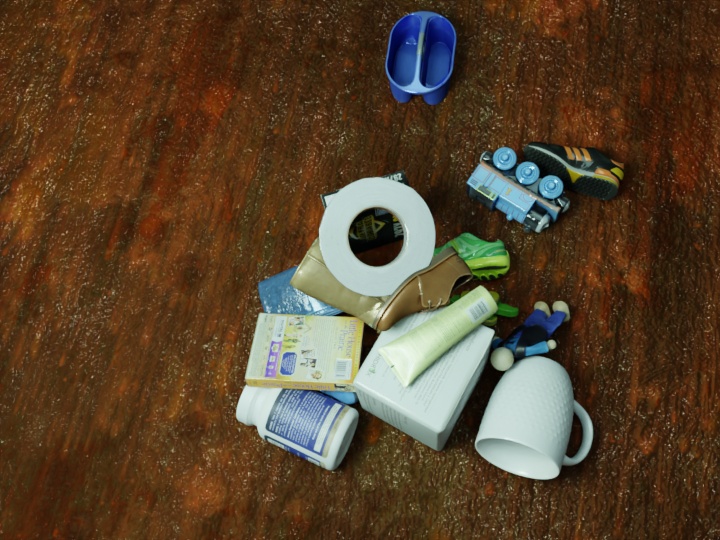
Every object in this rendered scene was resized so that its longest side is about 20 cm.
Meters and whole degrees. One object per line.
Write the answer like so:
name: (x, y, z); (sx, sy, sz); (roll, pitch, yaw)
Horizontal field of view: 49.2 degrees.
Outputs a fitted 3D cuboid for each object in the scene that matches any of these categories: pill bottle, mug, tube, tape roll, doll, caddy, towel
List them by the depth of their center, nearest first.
tube: (0.128, 0.100, 1.267); (0.199, 0.052, 0.058); (-35, 27, -8)
tape roll: (0.028, -0.057, 1.348); (0.198, 0.066, 0.202); (0, 91, -2)
mug: (0.314, 0.257, 1.358); (0.199, 0.148, 0.176); (30, 61, -8)
doll: (0.292, 0.120, 1.398); (0.200, 0.136, 0.049); (-35, 111, -41)
pill bottle: (-0.113, 0.264, 1.402); (0.199, 0.116, 0.116); (22, 73, 12)
towel: (-0.095, 0.041, 1.479); (0.198, 0.048, 0.113); (-21, 84, 17)
caddy: (0.127, -0.445, 1.645); (0.140, 0.105, 0.202); (5, 71, 8)

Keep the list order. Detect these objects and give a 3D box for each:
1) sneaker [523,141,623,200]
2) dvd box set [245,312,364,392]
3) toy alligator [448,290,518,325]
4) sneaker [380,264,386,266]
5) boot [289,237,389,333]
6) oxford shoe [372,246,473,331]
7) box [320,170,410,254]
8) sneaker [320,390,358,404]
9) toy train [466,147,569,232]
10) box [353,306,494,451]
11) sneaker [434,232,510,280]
sneaker: (0.425, -0.215, 1.560); (0.199, 0.070, 0.090); (26, 59, 14)
dvd box set: (-0.095, 0.144, 1.406); (0.198, 0.030, 0.147); (2, 50, 5)
toy alligator: (0.196, 0.065, 1.482); (0.198, 0.060, 0.054); (1, 28, 7)
sneaker: (0.020, 0.018, 1.512); (0.104, 0.060, 0.200); (-39, 77, -7)
boot: (0.000, 0.000, 1.409); (0.199, 0.066, 0.176); (31, 79, -2)
oxford shoe: (0.104, 0.041, 1.280); (0.199, 0.071, 0.071); (-37, 71, -19)
box: (0.019, -0.102, 1.479); (0.158, 0.200, 0.050); (-18, 67, -2)
sneaker: (-0.090, 0.190, 1.430); (0.200, 0.066, 0.078); (35, 48, 30)
toy train: (0.306, -0.153, 1.536); (0.199, 0.087, 0.115); (35, 85, 14)
box: (0.112, 0.176, 1.367); (0.170, 0.199, 0.201); (28, 73, 15)
sneaker: (0.186, -0.026, 1.513); (0.198, 0.074, 0.084); (2, 50, 5)
